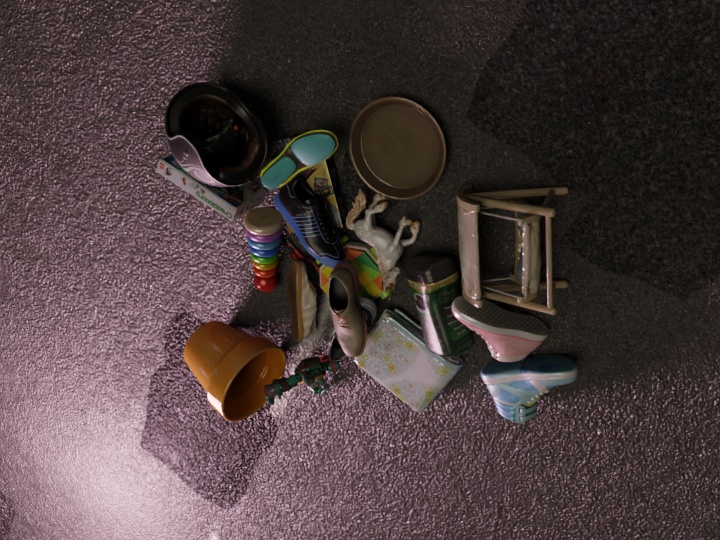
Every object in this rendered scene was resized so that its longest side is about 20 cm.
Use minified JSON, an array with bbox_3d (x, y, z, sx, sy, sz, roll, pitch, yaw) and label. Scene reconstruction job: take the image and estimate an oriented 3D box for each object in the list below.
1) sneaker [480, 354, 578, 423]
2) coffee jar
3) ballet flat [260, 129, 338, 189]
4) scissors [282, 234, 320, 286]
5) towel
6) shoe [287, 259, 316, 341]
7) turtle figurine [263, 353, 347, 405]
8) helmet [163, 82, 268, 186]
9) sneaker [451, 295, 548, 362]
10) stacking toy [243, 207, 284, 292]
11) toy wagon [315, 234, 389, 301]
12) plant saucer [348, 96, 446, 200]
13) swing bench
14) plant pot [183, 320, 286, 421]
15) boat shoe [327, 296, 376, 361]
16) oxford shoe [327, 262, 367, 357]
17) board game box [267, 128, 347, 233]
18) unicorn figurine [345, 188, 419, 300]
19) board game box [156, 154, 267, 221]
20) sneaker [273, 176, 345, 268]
[{"bbox_3d":[0.348,0.241,1.459,0.200,0.079,0.131,-9,107,40],"label":"sneaker"},{"bbox_3d":[0.156,0.063,1.453,0.104,0.085,0.201,18,128,60],"label":"coffee jar"},{"bbox_3d":[-0.118,-0.227,1.427,0.200,0.067,0.067,-29,114,34],"label":"ballet flat"},{"bbox_3d":[-0.144,-0.049,1.603,0.073,0.014,0.200,-19,103,34],"label":"scissors"},{"bbox_3d":[0.098,0.191,1.578,0.200,0.048,0.171,38,127,5],"label":"towel"},{"bbox_3d":[-0.125,0.063,1.616,0.070,0.053,0.201,-129,34,-52],"label":"shoe"},{"bbox_3d":[-0.112,0.248,1.669,0.199,0.150,0.101,-18,73,13],"label":"turtle figurine"},{"bbox_3d":[-0.290,-0.268,1.463,0.191,0.199,0.201,35,131,46],"label":"helmet"},{"bbox_3d":[0.253,0.121,1.422,0.200,0.075,0.105,17,130,-14],"label":"sneaker"},{"bbox_3d":[-0.204,-0.035,1.595,0.085,0.085,0.200,18,133,18],"label":"stacking toy"},{"bbox_3d":[0.000,0.000,1.537,0.155,0.040,0.200,49,125,-3],"label":"toy wagon"},{"bbox_3d":[0.072,-0.233,1.397,0.199,0.029,0.201,11,118,21],"label":"plant saucer"},{"bbox_3d":[0.265,-0.042,1.332,0.199,0.130,0.200,4,115,25],"label":"swing bench"},{"bbox_3d":[-0.307,0.216,1.713,0.183,0.200,0.201,32,125,27],"label":"plant pot"},{"bbox_3d":[-0.024,0.130,1.562,0.072,0.068,0.200,24,140,-11],"label":"boat shoe"},{"bbox_3d":[-0.036,0.089,1.470,0.070,0.075,0.201,-5,107,22],"label":"oxford shoe"},{"bbox_3d":[-0.110,-0.180,1.508,0.135,0.035,0.201,-3,112,27],"label":"board game box"},{"bbox_3d":[0.049,-0.059,1.455,0.200,0.074,0.138,46,111,24],"label":"unicorn figurine"},{"bbox_3d":[-0.311,-0.188,1.549,0.200,0.126,0.035,33,123,9],"label":"board game box"},{"bbox_3d":[-0.089,-0.097,1.475,0.200,0.070,0.078,49,129,-2],"label":"sneaker"}]
